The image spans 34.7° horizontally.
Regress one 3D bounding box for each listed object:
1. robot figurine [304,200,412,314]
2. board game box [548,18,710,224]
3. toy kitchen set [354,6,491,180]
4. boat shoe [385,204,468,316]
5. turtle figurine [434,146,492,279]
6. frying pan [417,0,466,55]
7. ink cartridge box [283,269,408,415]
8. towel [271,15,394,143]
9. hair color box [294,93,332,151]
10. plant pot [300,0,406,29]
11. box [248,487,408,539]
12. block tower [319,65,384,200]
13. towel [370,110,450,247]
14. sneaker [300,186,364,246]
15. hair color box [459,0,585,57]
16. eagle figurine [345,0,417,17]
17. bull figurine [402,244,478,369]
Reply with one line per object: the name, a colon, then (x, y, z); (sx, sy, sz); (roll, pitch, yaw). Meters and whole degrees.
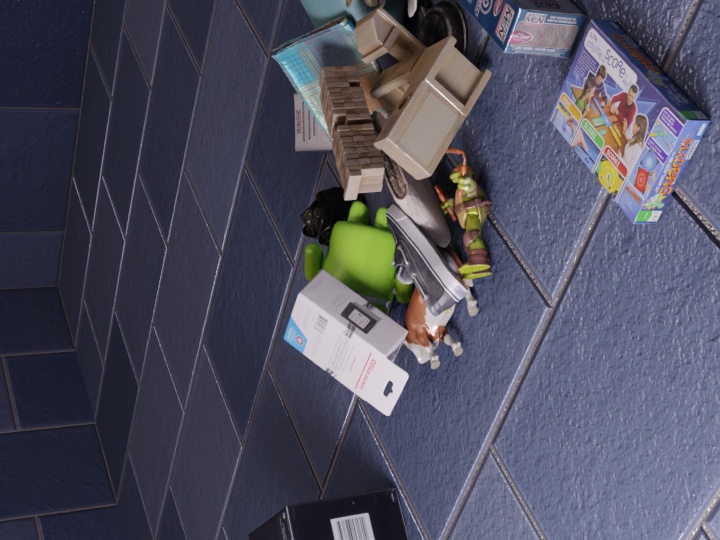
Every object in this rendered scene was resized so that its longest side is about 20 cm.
robot figurine: (0.000, 0.000, 1.774); (0.116, 0.173, 0.203); (36, -112, -80)
board game box: (0.291, -0.167, 1.278); (0.201, 0.034, 0.137); (62, 144, 41)
toy kitchen set: (0.034, -0.235, 1.573); (0.182, 0.163, 0.199); (-58, 19, -18)
boat shoe: (0.074, -0.013, 1.584); (0.068, 0.072, 0.201); (-41, 49, 7)
turtle figurine: (0.146, -0.074, 1.556); (0.200, 0.063, 0.164); (113, 150, -77)
frying pan: (0.107, -0.363, 1.652); (0.115, 0.031, 0.193); (-32, 67, 60)
ink cartridge box: (-0.007, 0.106, 1.686); (0.199, 0.067, 0.116); (36, 139, 11)
towel: (-0.026, -0.273, 1.727); (0.145, 0.201, 0.022); (-17, 32, 31)
hair color box: (-0.045, -0.250, 1.915); (0.199, 0.060, 0.102); (10, 101, 63)
plant pot: (-0.011, -0.435, 1.714); (0.200, 0.198, 0.191); (32, 137, 59)
box: (-0.054, 0.444, 1.859); (0.198, 0.197, 0.125); (-48, 51, 55)
block tower: (-0.013, -0.194, 1.607); (0.054, 0.057, 0.202); (102, 160, -55)
towel: (0.068, -0.133, 1.634); (0.034, 0.132, 0.202); (-33, 46, 15)
sneaker: (-0.036, -0.046, 1.877); (0.076, 0.113, 0.202); (-51, 50, 56)
hair color box: (0.180, -0.340, 1.417); (0.201, 0.099, 0.061); (60, 142, 43)
eagle figurine: (0.074, -0.436, 1.520); (0.151, 0.199, 0.152); (23, 141, 58)
bull figurine: (0.106, 0.064, 1.649); (0.122, 0.064, 0.203); (49, 136, 49)
